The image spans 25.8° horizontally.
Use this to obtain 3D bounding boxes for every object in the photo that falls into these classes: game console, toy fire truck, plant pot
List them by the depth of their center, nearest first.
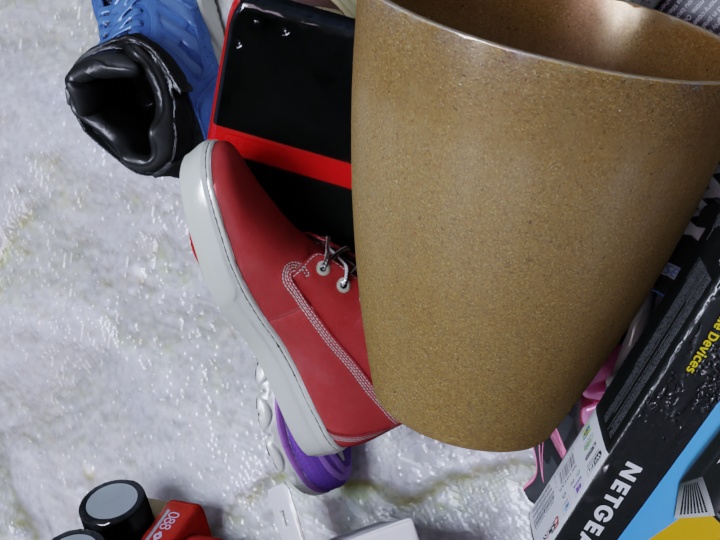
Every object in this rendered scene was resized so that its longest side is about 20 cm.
[{"bbox_3d":[0.072,-0.024,0.747,0.185,0.186,0.202,24,115,28],"label":"plant pot"},{"bbox_3d":[0.009,-0.049,0.870,0.198,0.031,0.178,16,118,3],"label":"game console"},{"bbox_3d":[-0.104,0.239,0.974,0.198,0.176,0.130,5,124,26],"label":"toy fire truck"}]

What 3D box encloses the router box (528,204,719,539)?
[{"bbox_3d":[0.191,0.078,0.737,0.148,0.051,0.201,24,111,-10],"label":"router box"}]

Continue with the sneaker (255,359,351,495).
[{"bbox_3d":[-0.014,0.040,0.950,0.083,0.081,0.202,5,100,19],"label":"sneaker"}]

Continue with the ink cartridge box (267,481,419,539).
[{"bbox_3d":[0.010,0.212,0.916,0.066,0.116,0.202,-17,83,-11],"label":"ink cartridge box"}]

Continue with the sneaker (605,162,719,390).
[{"bbox_3d":[0.180,-0.014,0.773,0.072,0.072,0.202,27,99,43],"label":"sneaker"}]

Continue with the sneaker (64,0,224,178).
[{"bbox_3d":[-0.144,-0.147,0.991,0.076,0.111,0.201,-29,79,30],"label":"sneaker"}]

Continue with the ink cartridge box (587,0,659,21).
[{"bbox_3d":[0.094,-0.178,0.838,0.146,0.048,0.200,48,115,20],"label":"ink cartridge box"}]

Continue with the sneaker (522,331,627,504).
[{"bbox_3d":[0.116,0.050,0.868,0.095,0.079,0.202,5,103,46],"label":"sneaker"}]

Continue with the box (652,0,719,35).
[{"bbox_3d":[0.154,-0.137,0.850,0.143,0.036,0.200,-49,68,27],"label":"box"}]

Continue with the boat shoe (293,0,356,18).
[{"bbox_3d":[0.013,-0.082,0.904,0.200,0.072,0.072,51,128,3],"label":"boat shoe"}]

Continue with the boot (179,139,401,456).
[{"bbox_3d":[0.000,0.000,0.843,0.143,0.073,0.201,-18,119,19],"label":"boot"}]
